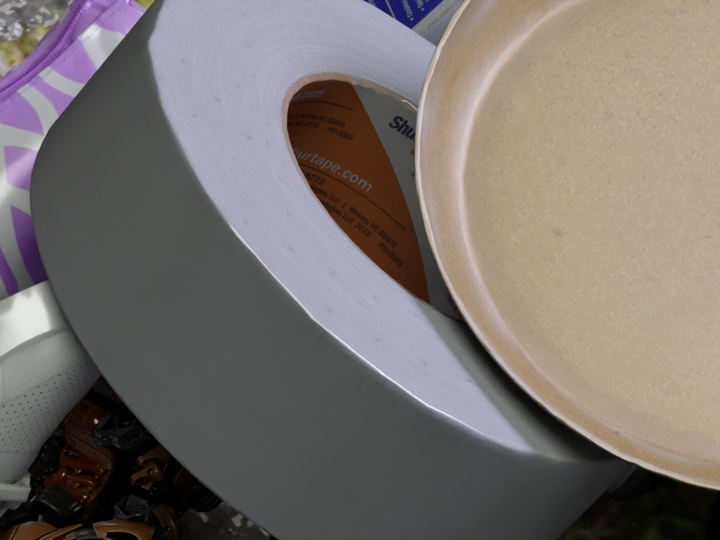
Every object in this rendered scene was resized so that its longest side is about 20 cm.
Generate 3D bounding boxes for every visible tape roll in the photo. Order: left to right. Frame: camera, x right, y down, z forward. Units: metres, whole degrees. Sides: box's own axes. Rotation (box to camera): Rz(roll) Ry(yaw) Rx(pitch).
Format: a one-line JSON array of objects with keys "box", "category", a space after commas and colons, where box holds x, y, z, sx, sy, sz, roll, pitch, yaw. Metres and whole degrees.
[{"box": [0.000, 0.000, 0.880, 0.200, 0.066, 0.201, 32, 30, -21], "category": "tape roll"}]

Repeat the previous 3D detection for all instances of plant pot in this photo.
[{"box": [0.112, -0.022, 0.855, 0.199, 0.028, 0.201, 3, 63, -7], "category": "plant pot"}]

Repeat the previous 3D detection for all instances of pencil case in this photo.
[{"box": [-0.135, -0.015, 0.946, 0.200, 0.084, 0.086, -39, 119, -28], "category": "pencil case"}]

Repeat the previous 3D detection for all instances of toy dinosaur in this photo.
[{"box": [-0.069, 0.095, 0.911, 0.135, 0.102, 0.201, 7, 96, 11], "category": "toy dinosaur"}]

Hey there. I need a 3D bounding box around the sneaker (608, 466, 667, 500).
[{"box": [0.108, -0.025, 0.958, 0.087, 0.074, 0.200, 32, 99, 19], "category": "sneaker"}]

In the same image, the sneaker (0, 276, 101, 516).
[{"box": [-0.129, 0.099, 0.864, 0.200, 0.074, 0.116, -40, 74, 14], "category": "sneaker"}]

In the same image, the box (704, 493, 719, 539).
[{"box": [0.226, 0.071, 0.927, 0.199, 0.149, 0.107, 19, 60, 0], "category": "box"}]

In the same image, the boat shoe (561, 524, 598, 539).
[{"box": [0.101, 0.129, 0.920, 0.199, 0.063, 0.073, 23, 62, 0], "category": "boat shoe"}]

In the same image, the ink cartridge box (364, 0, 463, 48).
[{"box": [0.023, -0.112, 0.993, 0.039, 0.200, 0.100, 30, 29, -44], "category": "ink cartridge box"}]
